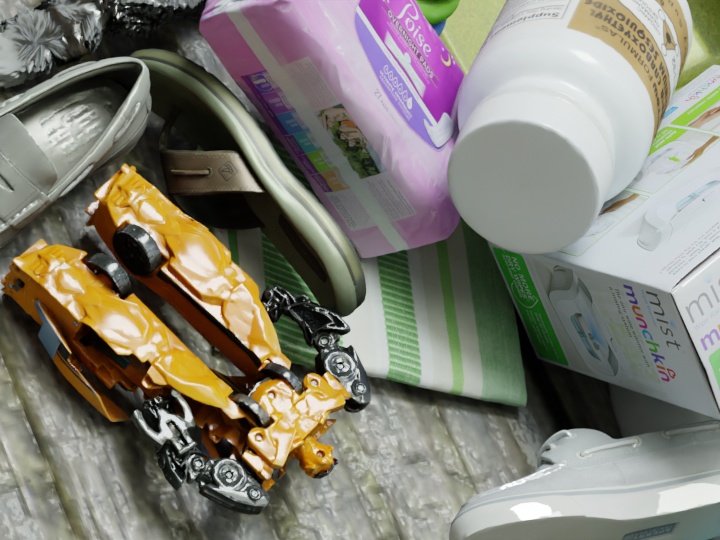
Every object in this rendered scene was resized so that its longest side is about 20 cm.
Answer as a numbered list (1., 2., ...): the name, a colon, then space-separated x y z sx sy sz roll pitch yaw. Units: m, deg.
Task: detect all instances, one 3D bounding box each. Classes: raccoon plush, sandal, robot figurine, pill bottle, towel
1. raccoon plush: -0.143 -0.171 1.690 0.199 0.134 0.097 -23 83 -7
2. sandal: -0.074 -0.048 1.596 0.057 0.080 0.201 -36 70 -13
3. robot figurine: -0.091 0.043 1.547 0.200 0.058 0.145 44 56 5
4. pill bottle: 0.118 -0.100 1.647 0.114 0.114 0.200 35 38 -5
5. towel: 0.000 0.000 1.671 0.199 0.023 0.153 12 52 -26

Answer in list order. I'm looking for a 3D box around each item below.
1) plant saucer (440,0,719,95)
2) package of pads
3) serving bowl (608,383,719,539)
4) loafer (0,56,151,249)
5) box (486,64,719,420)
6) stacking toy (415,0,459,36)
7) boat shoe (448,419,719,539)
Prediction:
1. plant saucer: 0.125 -0.166 1.805 0.199 0.048 0.200 -26 70 -5
2. package of pads: -0.009 -0.117 1.627 0.200 0.075 0.121 53 38 -33
3. serving bowl: 0.252 0.077 1.740 0.199 0.066 0.201 17 49 -21
4. loafer: -0.194 -0.057 1.543 0.070 0.070 0.200 45 58 8
5. box: 0.208 -0.024 1.659 0.200 0.176 0.097 -37 119 -23
6. stacking toy: 0.031 -0.178 1.697 0.085 0.200 0.086 16 50 -20
7. boat shoe: 0.135 0.122 1.617 0.199 0.072 0.069 -10 58 -20
